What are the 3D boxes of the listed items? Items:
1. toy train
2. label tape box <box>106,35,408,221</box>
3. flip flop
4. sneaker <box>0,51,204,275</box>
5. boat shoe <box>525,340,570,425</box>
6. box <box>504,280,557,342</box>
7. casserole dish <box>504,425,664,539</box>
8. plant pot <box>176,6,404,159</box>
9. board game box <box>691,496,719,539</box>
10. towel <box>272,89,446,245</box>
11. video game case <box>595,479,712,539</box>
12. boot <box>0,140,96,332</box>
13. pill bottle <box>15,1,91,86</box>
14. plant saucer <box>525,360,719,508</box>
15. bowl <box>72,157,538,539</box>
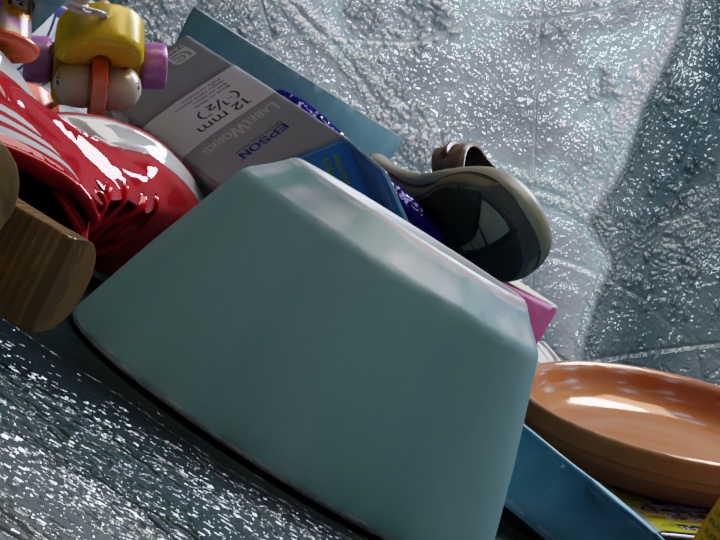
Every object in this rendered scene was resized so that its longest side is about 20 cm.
[{"bbox_3d":[-0.174,-0.093,1.137,0.150,0.056,0.200,-10,-27,13],"label":"toy train"},{"bbox_3d":[-0.038,-0.015,1.201,0.200,0.066,0.143,39,-22,51],"label":"label tape box"},{"bbox_3d":[0.058,-0.037,1.281,0.081,0.058,0.200,52,-14,-12],"label":"flip flop"},{"bbox_3d":[-0.128,-0.021,1.069,0.200,0.078,0.116,30,21,-41],"label":"sneaker"},{"bbox_3d":[0.109,0.076,1.681,0.070,0.071,0.200,29,8,-29],"label":"boat shoe"},{"bbox_3d":[0.000,0.000,1.556,0.200,0.097,0.176,34,4,21],"label":"box"},{"bbox_3d":[0.073,0.094,1.226,0.121,0.039,0.200,41,-1,-36],"label":"casserole dish"},{"bbox_3d":[-0.084,-0.102,1.960,0.200,0.135,0.200,32,3,-2],"label":"plant pot"},{"bbox_3d":[0.306,0.150,1.261,0.200,0.200,0.200,33,3,-3],"label":"board game box"},{"bbox_3d":[-0.006,-0.003,1.340,0.148,0.050,0.200,42,-16,23],"label":"towel"},{"bbox_3d":[0.240,0.154,1.503,0.200,0.026,0.181,7,10,-17],"label":"video game case"},{"bbox_3d":[-0.171,-0.032,0.741,0.144,0.071,0.201,27,-1,11],"label":"boot"},{"bbox_3d":[-0.261,-0.187,1.676,0.120,0.120,0.200,32,3,4],"label":"pill bottle"},{"bbox_3d":[0.191,0.105,1.526,0.200,0.038,0.200,10,13,-2],"label":"plant saucer"},{"bbox_3d":[-0.007,0.026,0.998,0.201,0.105,0.201,31,2,-1],"label":"bowl"}]
